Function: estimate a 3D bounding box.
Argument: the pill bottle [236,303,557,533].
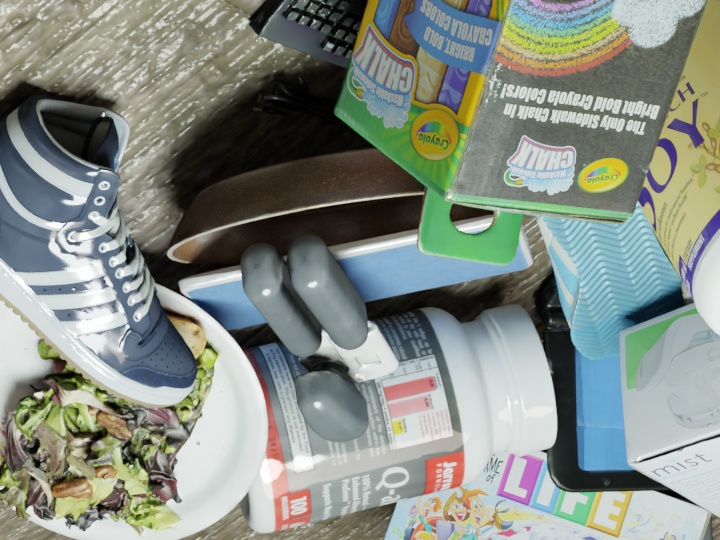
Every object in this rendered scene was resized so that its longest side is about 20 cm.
[{"bbox_3d":[0.015,0.088,1.633,0.199,0.116,0.116,-13,145,-10],"label":"pill bottle"}]

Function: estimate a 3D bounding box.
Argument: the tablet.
[{"bbox_3d":[0.000,0.000,1.537,0.199,0.014,0.130,-12,167,6],"label":"tablet"}]

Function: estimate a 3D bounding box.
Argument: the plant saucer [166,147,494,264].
[{"bbox_3d":[-0.012,-0.038,1.459,0.199,0.035,0.200,-8,173,-1],"label":"plant saucer"}]

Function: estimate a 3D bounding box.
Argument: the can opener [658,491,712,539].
[{"bbox_3d":[0.200,0.154,1.761,0.066,0.201,0.053,3,169,-18],"label":"can opener"}]

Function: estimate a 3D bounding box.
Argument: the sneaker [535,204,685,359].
[{"bbox_3d":[0.144,-0.024,1.559,0.076,0.081,0.200,-17,138,3],"label":"sneaker"}]

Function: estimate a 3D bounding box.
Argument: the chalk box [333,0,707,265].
[{"bbox_3d":[0.077,-0.102,1.332,0.124,0.124,0.201,7,111,-34],"label":"chalk box"}]

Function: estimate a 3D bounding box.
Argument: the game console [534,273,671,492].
[{"bbox_3d":[0.224,0.045,1.679,0.199,0.117,0.176,1,141,-28],"label":"game console"}]

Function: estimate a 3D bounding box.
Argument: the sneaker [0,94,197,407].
[{"bbox_3d":[-0.138,-0.012,1.422,0.108,0.070,0.200,-38,117,21],"label":"sneaker"}]

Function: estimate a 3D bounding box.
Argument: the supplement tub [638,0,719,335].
[{"bbox_3d":[0.214,-0.074,1.426,0.145,0.201,0.146,-17,144,-13],"label":"supplement tub"}]

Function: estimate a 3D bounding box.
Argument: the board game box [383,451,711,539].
[{"bbox_3d":[0.117,0.190,1.727,0.199,0.135,0.034,18,177,13],"label":"board game box"}]

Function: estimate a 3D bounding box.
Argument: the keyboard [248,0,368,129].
[{"bbox_3d":[0.021,-0.113,1.446,0.199,0.021,0.127,16,132,-40],"label":"keyboard"}]

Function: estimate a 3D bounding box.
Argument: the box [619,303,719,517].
[{"bbox_3d":[0.282,0.077,1.534,0.199,0.097,0.176,-23,142,34],"label":"box"}]

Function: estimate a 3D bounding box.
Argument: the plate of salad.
[{"bbox_3d":[-0.154,0.089,1.546,0.199,0.048,0.201,4,123,6],"label":"plate of salad"}]

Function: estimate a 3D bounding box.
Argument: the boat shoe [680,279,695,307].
[{"bbox_3d":[0.254,0.012,1.593,0.073,0.075,0.200,-10,156,27],"label":"boat shoe"}]

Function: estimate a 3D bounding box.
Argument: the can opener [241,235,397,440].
[{"bbox_3d":[-0.020,0.044,1.472,0.053,0.067,0.200,-9,160,9],"label":"can opener"}]
